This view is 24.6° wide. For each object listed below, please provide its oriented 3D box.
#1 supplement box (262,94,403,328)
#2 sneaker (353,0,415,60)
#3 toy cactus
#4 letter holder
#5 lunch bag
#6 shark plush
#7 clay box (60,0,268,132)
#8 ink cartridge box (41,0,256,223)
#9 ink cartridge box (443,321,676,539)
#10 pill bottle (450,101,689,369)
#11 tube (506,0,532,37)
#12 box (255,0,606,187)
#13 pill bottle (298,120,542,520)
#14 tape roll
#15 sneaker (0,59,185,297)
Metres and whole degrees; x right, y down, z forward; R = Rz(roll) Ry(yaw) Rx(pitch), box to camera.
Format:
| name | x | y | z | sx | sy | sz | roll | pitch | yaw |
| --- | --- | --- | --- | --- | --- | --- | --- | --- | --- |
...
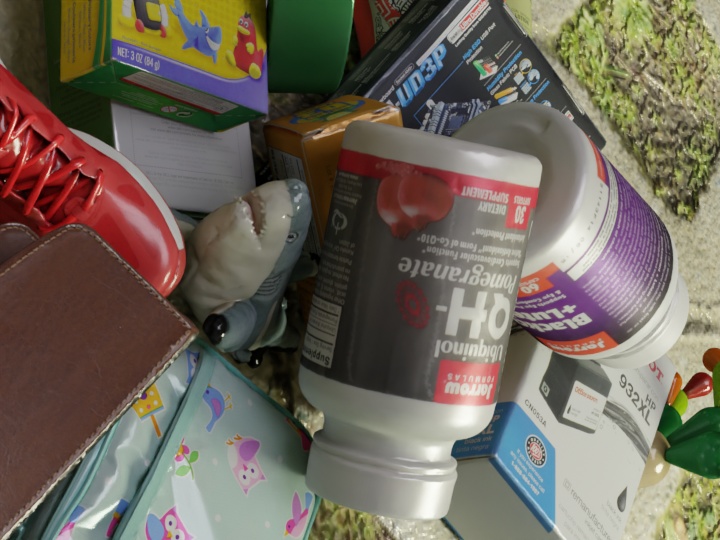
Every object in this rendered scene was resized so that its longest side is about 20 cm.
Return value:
| name | x | y | z | sx | sy | sz | roll | pitch | yaw |
| --- | --- | --- | --- | --- | --- | --- | --- | --- | --- |
| supplement box | 0.000 | 0.000 | 0.994 | 0.066 | 0.069 | 0.202 | -19 | 112 | -22 |
| sneaker | 0.058 | -0.153 | 1.117 | 0.067 | 0.107 | 0.203 | -16 | 91 | -61 |
| toy cactus | 0.243 | 0.133 | 1.238 | 0.164 | 0.200 | 0.103 | -19 | 113 | -9 |
| letter holder | -0.198 | 0.058 | 0.742 | 0.142 | 0.101 | 0.200 | 45 | 56 | -4 |
| lunch bag | -0.109 | 0.140 | 0.875 | 0.160 | 0.077 | 0.201 | 46 | 48 | -30 |
| shark plush | -0.049 | 0.017 | 0.926 | 0.091 | 0.083 | 0.200 | 55 | -7 | 33 |
| clay box | -0.106 | -0.188 | 0.906 | 0.114 | 0.047 | 0.202 | 14 | 69 | -46 |
| ink cartridge box | -0.123 | -0.123 | 0.949 | 0.103 | 0.059 | 0.202 | 4 | 76 | -47 |
| ink cartridge box | 0.130 | 0.101 | 1.147 | 0.145 | 0.083 | 0.201 | 50 | 47 | -26 |
| pill bottle | 0.130 | -0.011 | 1.027 | 0.200 | 0.111 | 0.112 | 37 | 53 | -50 |
| tube | 0.103 | -0.216 | 1.240 | 0.058 | 0.051 | 0.202 | 84 | 7 | -65 |
| box | 0.047 | -0.069 | 1.066 | 0.200 | 0.046 | 0.159 | -48 | 119 | -10 |
| pill bottle | 0.027 | 0.026 | 0.896 | 0.110 | 0.110 | 0.202 | 5 | 97 | -47 |
| tape roll | -0.036 | -0.206 | 0.977 | 0.048 | 0.201 | 0.202 | 0 | 76 | -9 |
| sneaker | -0.172 | -0.051 | 0.802 | 0.200 | 0.079 | 0.116 | 40 | 4 | -3 |
